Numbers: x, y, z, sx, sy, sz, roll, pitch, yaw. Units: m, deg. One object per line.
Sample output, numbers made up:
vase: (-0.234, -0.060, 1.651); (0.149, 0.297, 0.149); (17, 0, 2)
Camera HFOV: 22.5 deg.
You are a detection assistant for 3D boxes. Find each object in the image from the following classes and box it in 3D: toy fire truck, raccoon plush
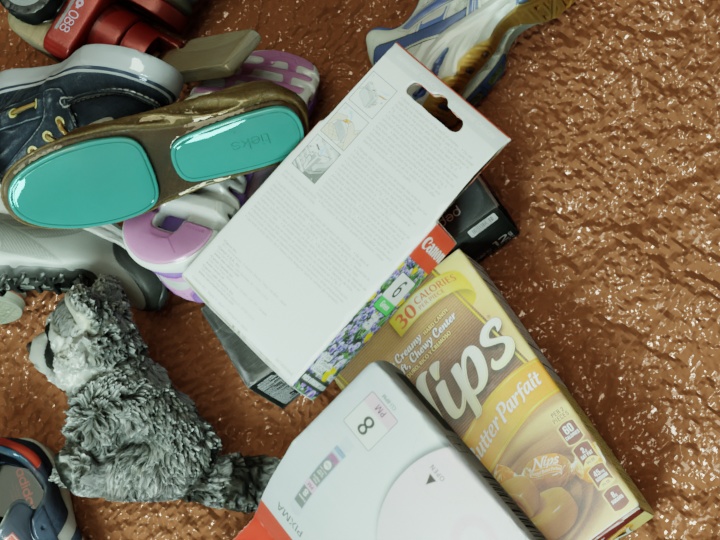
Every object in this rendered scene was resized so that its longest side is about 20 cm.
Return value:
toy fire truck: (-0.130, -0.202, 1.249); (0.199, 0.129, 0.177); (31, 86, 15)
raccoon plush: (-0.119, 0.077, 1.173); (0.199, 0.097, 0.135); (6, 95, -8)

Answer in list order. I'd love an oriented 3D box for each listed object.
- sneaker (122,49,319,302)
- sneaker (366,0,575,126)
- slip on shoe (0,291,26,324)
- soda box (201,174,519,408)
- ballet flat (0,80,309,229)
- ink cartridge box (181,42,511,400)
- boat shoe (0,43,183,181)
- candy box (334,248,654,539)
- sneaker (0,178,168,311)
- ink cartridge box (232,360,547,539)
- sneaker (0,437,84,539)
sneaker: (-0.087, -0.060, 1.216); (0.080, 0.089, 0.201); (15, 58, 24)
sneaker: (0.085, -0.192, 1.192); (0.200, 0.075, 0.088); (-45, 66, 2)
slip on shoe: (-0.331, 0.009, 1.283); (0.199, 0.074, 0.062); (-6, 65, 12)
soda box: (0.000, 0.000, 1.174); (0.200, 0.063, 0.071); (-36, 67, 6)
ballet flat: (-0.131, -0.080, 1.151); (0.199, 0.068, 0.072); (-19, 31, -2)
ink cartridge box: (-0.004, -0.031, 1.123); (0.200, 0.050, 0.109); (-47, 66, 0)
boat shoe: (-0.197, -0.093, 1.233); (0.200, 0.071, 0.091); (-5, 64, 49)
candy box: (0.077, 0.101, 1.123); (0.115, 0.055, 0.200); (-37, 68, 8)
sneaker: (-0.226, -0.009, 1.220); (0.199, 0.074, 0.080); (20, 63, -2)
ink cartridge box: (-0.003, 0.180, 1.083); (0.200, 0.057, 0.163); (-44, 66, 5)
sneaker: (-0.210, 0.196, 1.180); (0.075, 0.084, 0.201); (-35, 67, 7)
